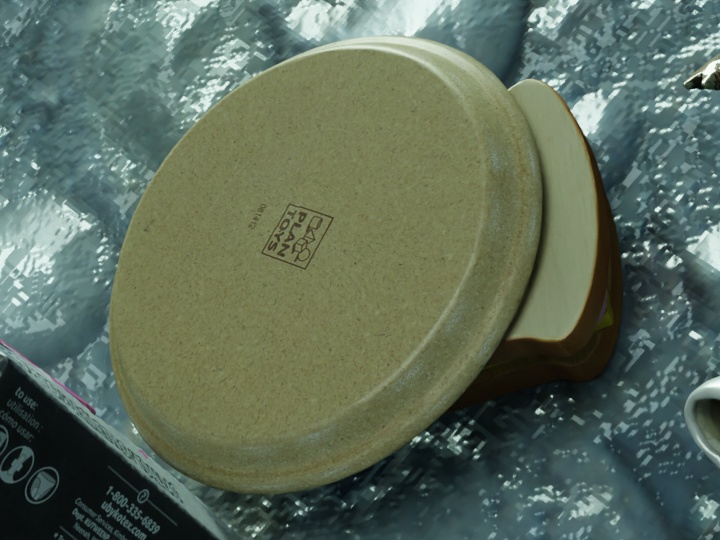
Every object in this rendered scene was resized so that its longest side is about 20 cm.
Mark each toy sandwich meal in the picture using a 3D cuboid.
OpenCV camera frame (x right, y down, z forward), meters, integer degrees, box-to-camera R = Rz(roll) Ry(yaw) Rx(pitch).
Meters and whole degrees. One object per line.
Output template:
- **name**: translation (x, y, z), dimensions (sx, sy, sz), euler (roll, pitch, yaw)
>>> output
- **toy sandwich meal**: translation (0.000, 0.000, 0.999), dimensions (0.205, 0.070, 0.205), euler (-17, 56, 26)

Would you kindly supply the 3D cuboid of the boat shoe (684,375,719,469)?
- **boat shoe**: translation (0.170, 0.090, 0.822), dimensions (0.069, 0.071, 0.200), euler (-13, 33, -27)

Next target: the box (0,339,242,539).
- **box**: translation (-0.138, 0.096, 0.927), dimensions (0.115, 0.200, 0.132), euler (34, 81, 39)

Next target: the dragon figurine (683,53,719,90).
- **dragon figurine**: translation (0.164, -0.037, 0.926), dimensions (0.059, 0.099, 0.200), euler (-35, 31, 9)
